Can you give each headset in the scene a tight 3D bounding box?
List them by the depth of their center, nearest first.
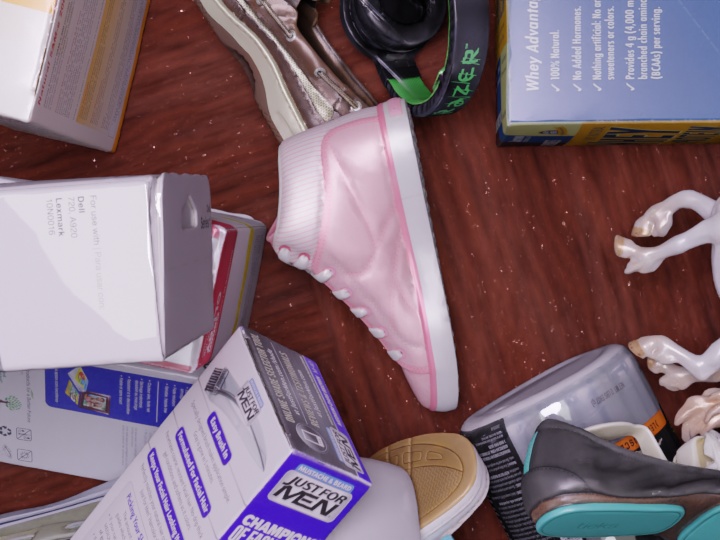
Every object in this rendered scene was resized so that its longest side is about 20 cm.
[{"bbox_3d":[0.015,-0.188,0.886,0.093,0.124,0.202,-7,58,-22],"label":"headset"}]

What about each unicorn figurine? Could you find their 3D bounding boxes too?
[{"bbox_3d":[0.220,-0.005,0.833,0.136,0.074,0.202,-9,107,31],"label":"unicorn figurine"}]

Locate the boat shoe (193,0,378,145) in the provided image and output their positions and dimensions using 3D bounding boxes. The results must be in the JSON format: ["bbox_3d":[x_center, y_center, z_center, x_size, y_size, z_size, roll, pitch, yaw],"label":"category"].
[{"bbox_3d":[-0.051,-0.166,0.907,0.074,0.075,0.204,-28,99,18],"label":"boat shoe"}]

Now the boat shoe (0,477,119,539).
[{"bbox_3d":[-0.209,0.188,0.904,0.199,0.062,0.072,-28,98,14],"label":"boat shoe"}]

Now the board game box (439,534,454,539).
[{"bbox_3d":[0.104,0.267,0.815,0.047,0.151,0.201,-34,121,1],"label":"board game box"}]

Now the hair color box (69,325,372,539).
[{"bbox_3d":[-0.090,0.144,0.786,0.064,0.110,0.201,27,110,-34],"label":"hair color box"}]

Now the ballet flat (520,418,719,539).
[{"bbox_3d":[0.176,0.119,0.785,0.198,0.068,0.069,16,52,-26],"label":"ballet flat"}]

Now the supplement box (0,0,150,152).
[{"bbox_3d":[-0.189,-0.147,0.852,0.073,0.200,0.128,14,90,3],"label":"supplement box"}]

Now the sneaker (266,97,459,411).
[{"bbox_3d":[0.000,0.000,0.890,0.103,0.075,0.202,-12,107,2],"label":"sneaker"}]

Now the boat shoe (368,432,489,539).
[{"bbox_3d":[0.014,0.168,0.883,0.069,0.071,0.199,33,127,-29],"label":"boat shoe"}]

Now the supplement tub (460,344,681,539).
[{"bbox_3d":[0.155,0.158,0.870,0.122,0.123,0.202,-28,89,2],"label":"supplement tub"}]

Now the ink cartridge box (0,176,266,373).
[{"bbox_3d":[-0.141,-0.002,0.850,0.143,0.200,0.084,11,93,3],"label":"ink cartridge box"}]

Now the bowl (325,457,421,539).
[{"bbox_3d":[-0.056,0.212,0.819,0.199,0.074,0.202,-32,46,37],"label":"bowl"}]

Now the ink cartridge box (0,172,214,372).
[{"bbox_3d":[-0.176,0.002,0.678,0.197,0.146,0.085,-4,94,4],"label":"ink cartridge box"}]

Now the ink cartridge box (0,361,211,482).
[{"bbox_3d":[-0.141,0.091,0.907,0.198,0.039,0.100,11,123,3],"label":"ink cartridge box"}]

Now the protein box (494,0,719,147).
[{"bbox_3d":[0.183,-0.180,0.865,0.197,0.135,0.201,0,90,3],"label":"protein box"}]
